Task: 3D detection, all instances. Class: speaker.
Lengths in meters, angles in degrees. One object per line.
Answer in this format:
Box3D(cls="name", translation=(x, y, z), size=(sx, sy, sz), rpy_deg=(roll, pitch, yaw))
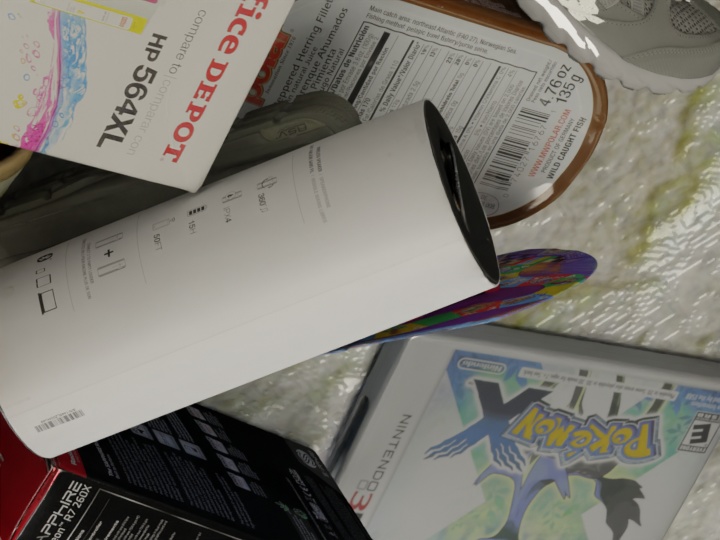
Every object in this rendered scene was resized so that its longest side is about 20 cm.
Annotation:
Box3D(cls="speaker", translation=(-0.048, 0.003, 1.079), size=(0.200, 0.081, 0.081), rpy_deg=(-22, 132, 11))

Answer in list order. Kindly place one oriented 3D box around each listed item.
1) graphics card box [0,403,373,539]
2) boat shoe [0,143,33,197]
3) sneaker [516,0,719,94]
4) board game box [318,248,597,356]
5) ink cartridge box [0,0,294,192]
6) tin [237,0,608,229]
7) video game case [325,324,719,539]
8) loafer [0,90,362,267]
Box3D(cls="graphics card box", translation=(-0.086, 0.101, 1.237), size=(0.200, 0.126, 0.051), rpy_deg=(23, 108, -35))
Box3D(cls="boat shoe", translation=(-0.221, -0.061, 1.082), size=(0.200, 0.074, 0.066), rpy_deg=(1, 165, -33))
Box3D(cls="sneaker", translation=(0.095, -0.142, 1.159), size=(0.200, 0.075, 0.082), rpy_deg=(28, 113, -35))
Box3D(cls="board game box", translation=(0.000, 0.000, 1.179), size=(0.199, 0.158, 0.039), rpy_deg=(-12, 99, 9))
Box3D(cls="ink cartridge box", translation=(-0.116, -0.129, 1.050), size=(0.200, 0.125, 0.129), rpy_deg=(14, 119, -29))
Box3D(cls="tin", translation=(0.019, -0.080, 1.202), size=(0.200, 0.042, 0.112), rpy_deg=(14, 115, -30))
Box3D(cls="video game case", translation=(0.073, 0.111, 1.378), size=(0.200, 0.022, 0.183), rpy_deg=(9, 121, -28))
Box3D(cls="loafer", translation=(-0.086, -0.016, 1.152), size=(0.200, 0.070, 0.070), rpy_deg=(-15, 102, 20))
